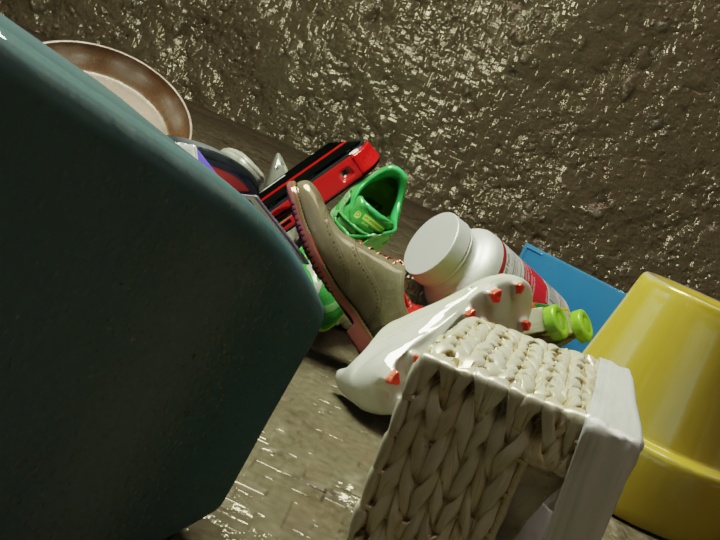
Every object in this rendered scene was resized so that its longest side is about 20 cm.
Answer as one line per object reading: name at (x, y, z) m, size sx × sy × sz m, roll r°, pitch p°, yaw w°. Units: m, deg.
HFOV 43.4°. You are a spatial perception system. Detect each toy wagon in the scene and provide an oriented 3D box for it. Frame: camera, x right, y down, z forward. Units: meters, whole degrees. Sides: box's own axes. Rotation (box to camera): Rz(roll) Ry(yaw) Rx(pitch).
toy wagon at (0.153, 0.073, 0.909) m, size 0.154 × 0.040 × 0.199 m, roll -22°, pitch -17°, yaw 30°

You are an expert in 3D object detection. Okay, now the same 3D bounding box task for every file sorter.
file sorter at (0.292, 0.078, 1.204) m, size 0.199 × 0.140 × 0.122 m, roll 32°, pitch 9°, yaw 40°

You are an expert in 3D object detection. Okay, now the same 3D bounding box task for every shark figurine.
shark figurine at (-0.115, -0.040, 1.113) m, size 0.088 × 0.130 × 0.216 m, roll -3°, pitch 33°, yaw -6°

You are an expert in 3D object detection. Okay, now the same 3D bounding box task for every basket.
basket at (0.084, 0.111, 0.544) m, size 0.122 × 0.137 × 0.200 m, roll 23°, pitch 9°, yaw 12°

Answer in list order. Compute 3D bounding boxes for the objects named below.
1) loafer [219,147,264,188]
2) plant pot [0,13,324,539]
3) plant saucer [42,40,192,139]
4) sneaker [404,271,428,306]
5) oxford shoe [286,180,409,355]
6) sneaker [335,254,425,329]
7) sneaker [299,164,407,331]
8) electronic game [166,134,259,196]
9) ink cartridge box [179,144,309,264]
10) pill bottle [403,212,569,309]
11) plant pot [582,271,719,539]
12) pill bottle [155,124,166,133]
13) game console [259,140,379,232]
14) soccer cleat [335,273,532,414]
loafer at (-0.175, -0.100, 1.096) m, size 0.070 × 0.070 × 0.199 m, roll 45°, pitch -21°, yaw -17°
plant pot at (-0.134, 0.013, 0.411) m, size 0.199 × 0.198 × 0.195 m, roll 26°, pitch 6°, yaw -37°
plant saucer at (-0.275, -0.161, 0.941) m, size 0.198 × 0.035 × 0.202 m, roll 17°, pitch 44°, yaw -17°
sneaker at (0.021, 0.013, 1.100) m, size 0.099 × 0.071 × 0.199 m, roll 21°, pitch 3°, yaw 43°
oxford shoe at (0.000, 0.000, 0.813) m, size 0.202 × 0.074 × 0.070 m, roll 61°, pitch 1°, yaw -5°
sneaker at (0.023, 0.028, 0.972) m, size 0.198 × 0.086 × 0.077 m, roll 18°, pitch 12°, yaw -26°
sneaker at (-0.013, -0.032, 0.893) m, size 0.073 × 0.201 × 0.084 m, roll 31°, pitch -31°, yaw -4°
electronic game at (-0.195, -0.074, 0.861) m, size 0.196 × 0.042 × 0.200 m, roll -1°, pitch -20°, yaw 0°
ink cartridge box at (-0.153, -0.052, 0.755) m, size 0.197 × 0.044 × 0.198 m, roll 4°, pitch -13°, yaw 9°
pill bottle at (0.147, 0.024, 1.062) m, size 0.199 × 0.113 × 0.112 m, roll 38°, pitch 2°, yaw -27°
plant pot at (0.276, 0.113, 0.822) m, size 0.198 × 0.191 × 0.201 m, roll 22°, pitch 10°, yaw -4°
pill bottle at (-0.283, -0.131, 1.018) m, size 0.198 × 0.112 × 0.111 m, roll 22°, pitch 10°, yaw -14°
game console at (-0.081, -0.077, 0.982) m, size 0.031 × 0.199 × 0.177 m, roll 57°, pitch -11°, yaw -14°
soccer cleat at (0.065, 0.054, 0.762) m, size 0.199 × 0.070 × 0.077 m, roll -29°, pitch 25°, yaw -31°
